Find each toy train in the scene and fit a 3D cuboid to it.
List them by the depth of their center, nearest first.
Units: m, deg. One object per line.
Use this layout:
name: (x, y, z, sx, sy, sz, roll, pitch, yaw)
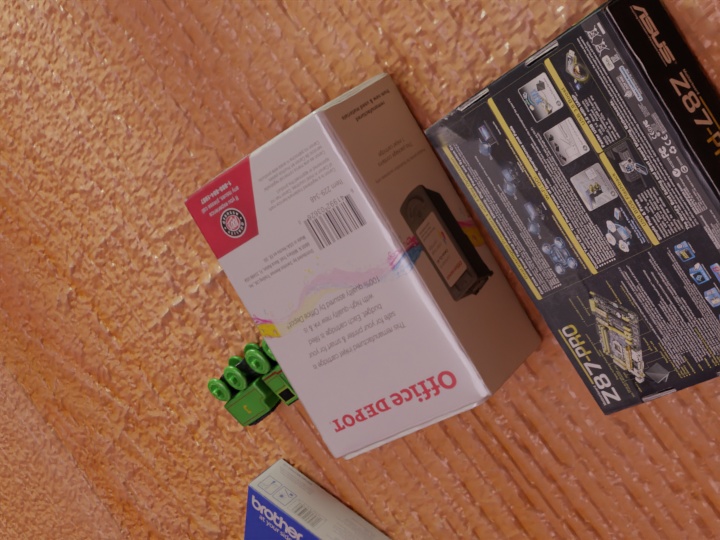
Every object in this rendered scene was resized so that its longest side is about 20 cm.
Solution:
toy train: (-0.053, 0.068, 1.071, 0.056, 0.042, 0.200, 47, 142, -5)

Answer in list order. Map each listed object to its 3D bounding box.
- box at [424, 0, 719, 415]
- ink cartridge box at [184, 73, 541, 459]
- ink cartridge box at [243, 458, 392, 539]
box: (0.143, -0.031, 0.783, 0.201, 0.049, 0.161, 57, 140, -2)
ink cartridge box: (0.000, 0.000, 0.913, 0.147, 0.085, 0.201, -26, 98, 42)
ink cartridge box: (-0.008, 0.245, 1.146, 0.199, 0.044, 0.095, 32, 135, 27)
